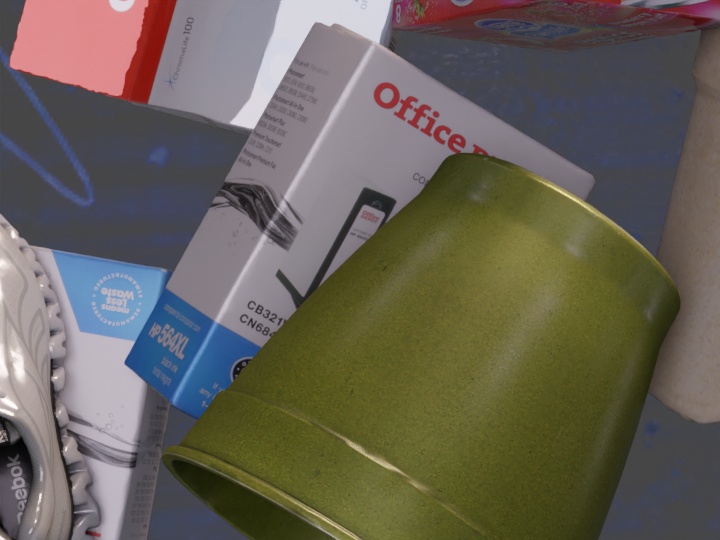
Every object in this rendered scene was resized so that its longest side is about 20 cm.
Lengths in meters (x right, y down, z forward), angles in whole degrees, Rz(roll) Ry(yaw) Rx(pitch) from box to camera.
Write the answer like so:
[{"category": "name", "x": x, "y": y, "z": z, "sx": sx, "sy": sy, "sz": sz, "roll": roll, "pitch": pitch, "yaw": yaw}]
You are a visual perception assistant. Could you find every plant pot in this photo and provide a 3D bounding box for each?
[{"category": "plant pot", "x": 0.044, "y": 0.059, "z": 1.271, "sx": 0.200, "sy": 0.200, "sz": 0.194, "roll": 31, "pitch": 78, "yaw": 9}, {"category": "plant pot", "x": 0.221, "y": -0.009, "z": 1.337, "sx": 0.199, "sy": 0.200, "sz": 0.185, "roll": 22, "pitch": 99, "yaw": 9}]

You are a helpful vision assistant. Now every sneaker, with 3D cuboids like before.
[{"category": "sneaker", "x": -0.181, "y": 0.054, "z": 1.359, "sx": 0.075, "sy": 0.081, "sz": 0.201, "roll": -20, "pitch": 81, "yaw": 8}]

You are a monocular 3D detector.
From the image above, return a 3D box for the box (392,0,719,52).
[{"category": "box", "x": 0.096, "y": -0.161, "z": 1.335, "sx": 0.099, "sy": 0.200, "sz": 0.096, "roll": 6, "pitch": 89, "yaw": -21}]

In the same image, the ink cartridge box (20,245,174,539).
[{"category": "ink cartridge box", "x": -0.163, "y": 0.091, "z": 1.428, "sx": 0.115, "sy": 0.068, "sz": 0.202, "roll": 9, "pitch": 87, "yaw": 8}]

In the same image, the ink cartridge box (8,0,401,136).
[{"category": "ink cartridge box", "x": -0.073, "y": -0.158, "z": 1.446, "sx": 0.199, "sy": 0.047, "sz": 0.161, "roll": 15, "pitch": 88, "yaw": 6}]

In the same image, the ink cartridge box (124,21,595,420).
[{"category": "ink cartridge box", "x": 0.000, "y": 0.000, "z": 1.377, "sx": 0.145, "sy": 0.084, "sz": 0.201, "roll": 29, "pitch": 91, "yaw": -23}]
